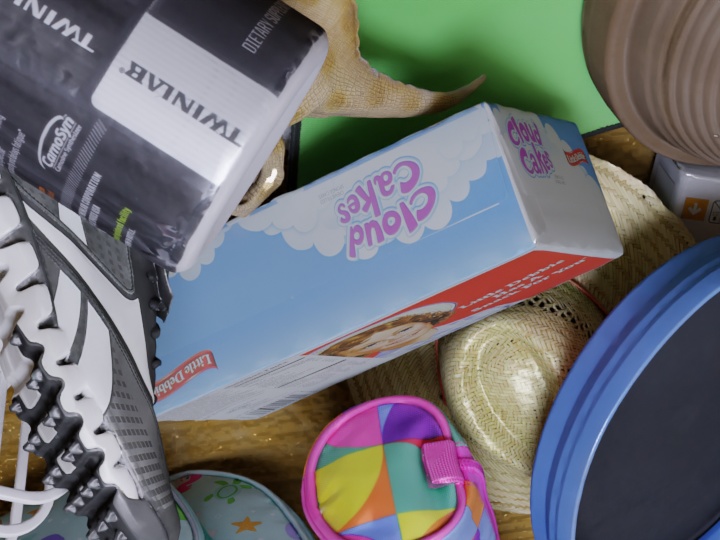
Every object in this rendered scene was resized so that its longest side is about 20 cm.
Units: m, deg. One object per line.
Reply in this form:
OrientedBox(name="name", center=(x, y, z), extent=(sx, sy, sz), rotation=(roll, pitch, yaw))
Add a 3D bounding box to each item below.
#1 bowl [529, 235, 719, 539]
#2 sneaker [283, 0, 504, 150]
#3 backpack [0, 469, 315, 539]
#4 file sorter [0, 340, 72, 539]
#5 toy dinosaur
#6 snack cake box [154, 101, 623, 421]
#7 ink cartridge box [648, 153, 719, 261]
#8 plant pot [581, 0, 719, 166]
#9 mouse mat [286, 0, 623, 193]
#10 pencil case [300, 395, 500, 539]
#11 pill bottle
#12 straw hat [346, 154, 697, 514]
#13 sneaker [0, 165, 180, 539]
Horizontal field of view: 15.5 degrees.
OrientedBox(name="bowl", center=(0.157, 0.074, 1.209), extent=(0.200, 0.039, 0.201), rotation=(-24, 130, -32))
OrientedBox(name="sneaker", center=(0.028, -0.125, 1.157), extent=(0.200, 0.075, 0.100), rotation=(-36, 144, 5))
OrientedBox(name="backpack", center=(-0.104, 0.179, 1.223), extent=(0.199, 0.178, 0.151), rotation=(-24, 122, -11))
OrientedBox(name="file sorter", center=(-0.200, 0.058, 1.106), extent=(0.138, 0.125, 0.200), rotation=(14, 153, -20))
OrientedBox(name="toy dinosaur", center=(-0.030, -0.073, 1.048), extent=(0.200, 0.058, 0.101), rotation=(26, 104, -36))
OrientedBox(name="snack cake box", center=(0.000, 0.000, 1.143), extent=(0.200, 0.067, 0.115), rotation=(-24, 167, 21))
OrientedBox(name="ink cartridge box", center=(0.220, 0.039, 1.297), extent=(0.197, 0.047, 0.201), rotation=(4, 121, -16))
OrientedBox(name="plant pot", center=(0.205, -0.109, 1.146), extent=(0.200, 0.093, 0.201), rotation=(-19, 139, -17))
OrientedBox(name="mouse mat", center=(0.062, -0.104, 1.136), extent=(0.199, 0.008, 0.161), rotation=(-16, 140, -21))
OrientedBox(name="pencil case", center=(0.031, 0.134, 1.235), extent=(0.088, 0.089, 0.200), rotation=(-24, 150, 1))
OrientedBox(name="pill bottle", center=(-0.120, -0.094, 0.953), extent=(0.200, 0.106, 0.106), rotation=(32, 109, -1))
OrientedBox(name="straw hat", center=(0.077, 0.049, 1.216), extent=(0.200, 0.085, 0.202), rotation=(2, 116, 3))
OrientedBox(name="sneaker", center=(-0.101, 0.012, 1.016), extent=(0.090, 0.066, 0.201), rotation=(-23, 82, -23))
